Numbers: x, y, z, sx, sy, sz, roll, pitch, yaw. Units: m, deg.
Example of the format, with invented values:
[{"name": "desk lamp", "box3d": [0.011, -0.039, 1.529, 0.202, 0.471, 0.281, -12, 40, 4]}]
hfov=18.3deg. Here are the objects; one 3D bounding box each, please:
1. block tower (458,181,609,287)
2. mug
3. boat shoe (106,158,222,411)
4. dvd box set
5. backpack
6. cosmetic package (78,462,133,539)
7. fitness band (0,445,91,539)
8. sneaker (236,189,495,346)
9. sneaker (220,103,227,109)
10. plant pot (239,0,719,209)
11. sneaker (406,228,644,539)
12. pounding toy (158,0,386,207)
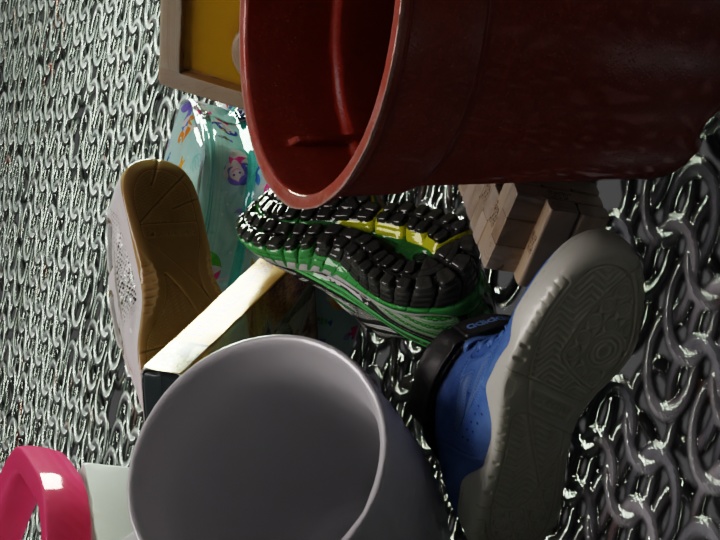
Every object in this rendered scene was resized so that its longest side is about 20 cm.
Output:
[{"name": "block tower", "box3d": [0.082, -0.076, 1.249, 0.201, 0.054, 0.058, -106, 31, -48]}, {"name": "mug", "box3d": [-0.048, 0.150, 1.215, 0.176, 0.199, 0.148, 55, -167, -54]}, {"name": "boat shoe", "box3d": [-0.124, 0.033, 1.420, 0.069, 0.070, 0.202, -42, 52, 53]}, {"name": "dvd box set", "box3d": [-0.073, 0.086, 1.345, 0.200, 0.029, 0.148, -45, -43, -60]}, {"name": "backpack", "box3d": [-0.063, -0.021, 1.514, 0.200, 0.149, 0.179, -127, 48, -56]}, {"name": "cosmetic package", "box3d": [-0.077, 0.234, 1.362, 0.200, 0.198, 0.124, -112, 35, -56]}, {"name": "fitness band", "box3d": [-0.204, 0.188, 1.395, 0.200, 0.037, 0.145, -153, 75, -70]}, {"name": "sneaker", "box3d": [0.000, 0.000, 1.309, 0.200, 0.078, 0.086, 29, 152, 46]}, {"name": "sneaker", "box3d": [-0.072, -0.147, 1.683, 0.200, 0.071, 0.113, -28, 60, 58]}, {"name": "plant pot", "box3d": [0.065, -0.125, 1.085, 0.200, 0.194, 0.203, -177, 90, -66]}, {"name": "sneaker", "box3d": [0.080, 0.042, 1.172, 0.111, 0.076, 0.201, -120, 35, -46]}, {"name": "pounding toy", "box3d": [-0.029, -0.150, 1.378, 0.201, 0.183, 0.143, 97, -166, -44]}]
